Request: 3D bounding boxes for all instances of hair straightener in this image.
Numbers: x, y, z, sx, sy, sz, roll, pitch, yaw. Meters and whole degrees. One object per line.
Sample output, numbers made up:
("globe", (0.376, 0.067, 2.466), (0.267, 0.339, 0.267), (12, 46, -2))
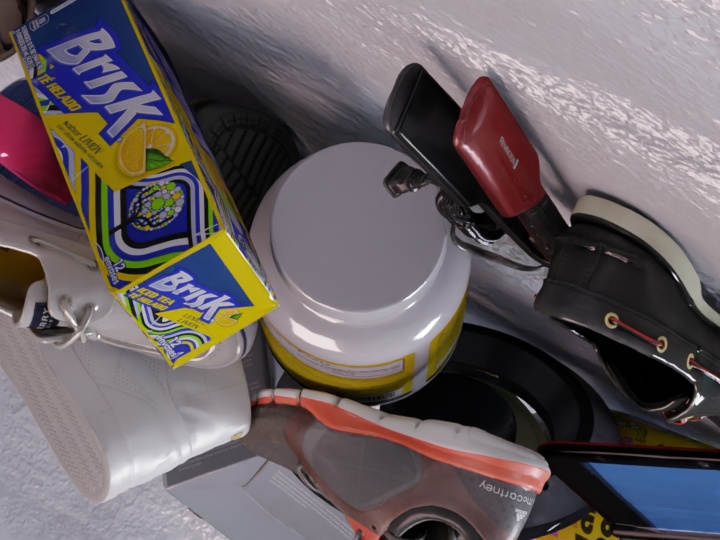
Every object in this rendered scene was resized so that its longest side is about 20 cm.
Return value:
("hair straightener", (0.053, -0.042, 1.231), (0.077, 0.041, 0.200), (15, 168, 27))

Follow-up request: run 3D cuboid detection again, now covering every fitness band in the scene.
("fitness band", (-0.214, -0.084, 1.413), (0.144, 0.037, 0.200), (30, 178, 11))

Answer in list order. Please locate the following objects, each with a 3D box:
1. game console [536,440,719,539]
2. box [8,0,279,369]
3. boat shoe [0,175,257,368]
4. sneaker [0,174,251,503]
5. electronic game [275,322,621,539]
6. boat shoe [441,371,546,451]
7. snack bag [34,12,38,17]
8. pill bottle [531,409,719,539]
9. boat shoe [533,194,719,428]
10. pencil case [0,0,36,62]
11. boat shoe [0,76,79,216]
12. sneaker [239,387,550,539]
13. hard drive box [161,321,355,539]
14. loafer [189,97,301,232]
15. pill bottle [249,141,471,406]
("game console", (0.202, 0.169, 1.392), (0.200, 0.173, 0.119), (1, -174, 33))
("box", (-0.108, -0.053, 1.333), (0.070, 0.064, 0.200), (56, -175, -48))
("boat shoe", (-0.151, 0.009, 1.365), (0.200, 0.070, 0.071), (26, 131, -3))
("sneaker", (-0.136, 0.021, 1.457), (0.200, 0.116, 0.074), (60, 148, 17))
("electronic game", (0.049, 0.089, 1.539), (0.200, 0.200, 0.042), (28, 128, 28))
("boat shoe", (0.056, 0.103, 1.610), (0.199, 0.074, 0.066), (-125, 29, -42))
("snack bag", (-0.141, -0.081, 1.540), (0.200, 0.021, 0.189), (54, -178, 27))
("pill bottle", (0.163, 0.142, 1.583), (0.104, 0.104, 0.200), (40, 168, -35))
("boat shoe", (0.143, 0.038, 1.272), (0.074, 0.063, 0.201), (19, 165, 39))
("pencil case", (-0.257, -0.173, 1.456), (0.200, 0.078, 0.089), (24, 151, 43))
("boat shoe", (-0.157, -0.027, 1.577), (0.200, 0.072, 0.072), (59, -168, 30))
("sneaker", (0.003, 0.113, 1.415), (0.200, 0.082, 0.077), (9, 171, 43))
("hard drive box", (-0.059, 0.064, 1.651), (0.077, 0.200, 0.156), (-19, 145, 18))
("loafer", (-0.069, -0.041, 1.511), (0.070, 0.075, 0.200), (23, 167, 26))
("pill bottle", (0.000, 0.000, 1.383), (0.112, 0.112, 0.200), (32, 170, 7))
